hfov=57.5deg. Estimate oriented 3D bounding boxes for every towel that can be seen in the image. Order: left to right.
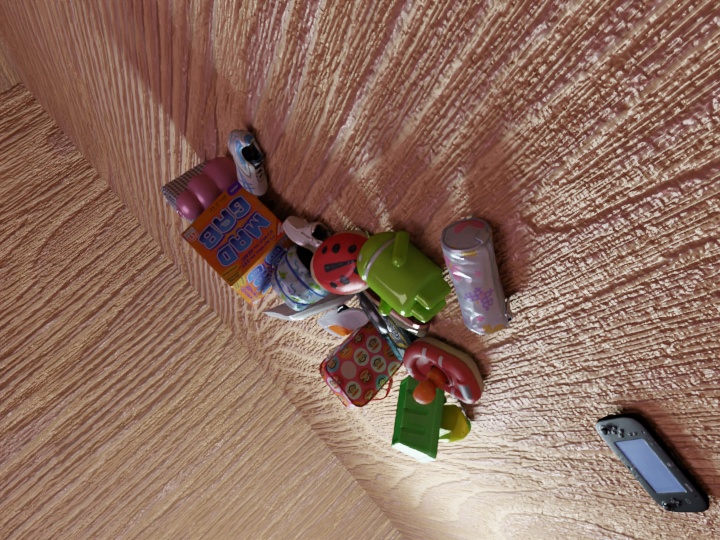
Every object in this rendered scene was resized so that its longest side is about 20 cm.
[{"bbox_3d":[-0.444,-0.215,1.851,0.199,0.165,0.086,35,149,32],"label":"towel"}]

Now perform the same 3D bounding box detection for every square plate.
[{"bbox_3d":[-0.130,0.089,1.688,0.199,0.196,0.029,0,107,63],"label":"square plate"}]

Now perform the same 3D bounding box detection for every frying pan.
[{"bbox_3d":[0.011,0.068,1.484,0.191,0.031,0.115,55,174,-3],"label":"frying pan"}]

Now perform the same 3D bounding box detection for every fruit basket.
[{"bbox_3d":[0.184,0.356,1.566,0.216,0.215,0.156,46,160,8],"label":"fruit basket"}]

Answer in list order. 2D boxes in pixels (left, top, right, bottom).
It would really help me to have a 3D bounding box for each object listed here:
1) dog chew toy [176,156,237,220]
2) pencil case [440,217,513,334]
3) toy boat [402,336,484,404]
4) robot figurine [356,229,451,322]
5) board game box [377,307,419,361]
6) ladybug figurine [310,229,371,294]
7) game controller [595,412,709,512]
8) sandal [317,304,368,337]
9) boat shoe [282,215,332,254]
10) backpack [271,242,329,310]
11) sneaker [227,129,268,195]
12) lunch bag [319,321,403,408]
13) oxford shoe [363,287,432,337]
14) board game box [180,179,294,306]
[{"bbox_3d":[-0.394,-0.207,1.712,0.124,0.200,0.125,41,157,21],"label":"dog chew toy"},{"bbox_3d":[0.191,0.012,1.074,0.090,0.083,0.201,33,153,50],"label":"pencil case"},{"bbox_3d":[0.163,0.236,1.434,0.199,0.130,0.131,21,145,50],"label":"toy boat"},{"bbox_3d":[0.076,0.006,1.248,0.200,0.115,0.176,42,148,22],"label":"robot figurine"},{"bbox_3d":[0.092,0.151,1.569,0.135,0.028,0.201,17,144,55],"label":"board game box"},{"bbox_3d":[-0.036,-0.015,1.409,0.199,0.072,0.137,-19,87,39],"label":"ladybug figurine"},{"bbox_3d":[0.474,0.313,1.069,0.200,0.042,0.104,50,159,0],"label":"game controller"},{"bbox_3d":[-0.033,0.117,1.676,0.079,0.060,0.206,39,147,-19],"label":"sandal"},{"bbox_3d":[-0.104,-0.084,1.535,0.199,0.070,0.070,36,129,29],"label":"boat shoe"},{"bbox_3d":[-0.134,0.014,1.574,0.164,0.153,0.200,52,174,-7],"label":"backpack"},{"bbox_3d":[-0.257,-0.247,1.558,0.072,0.072,0.201,27,154,28],"label":"sneaker"},{"bbox_3d":[0.013,0.248,1.661,0.177,0.200,0.082,50,154,-1],"label":"lunch bag"},{"bbox_3d":[0.068,0.078,1.434,0.200,0.070,0.075,40,149,25],"label":"oxford shoe"},{"bbox_3d":[-0.298,-0.066,1.698,0.200,0.200,0.200,42,172,17],"label":"board game box"}]
